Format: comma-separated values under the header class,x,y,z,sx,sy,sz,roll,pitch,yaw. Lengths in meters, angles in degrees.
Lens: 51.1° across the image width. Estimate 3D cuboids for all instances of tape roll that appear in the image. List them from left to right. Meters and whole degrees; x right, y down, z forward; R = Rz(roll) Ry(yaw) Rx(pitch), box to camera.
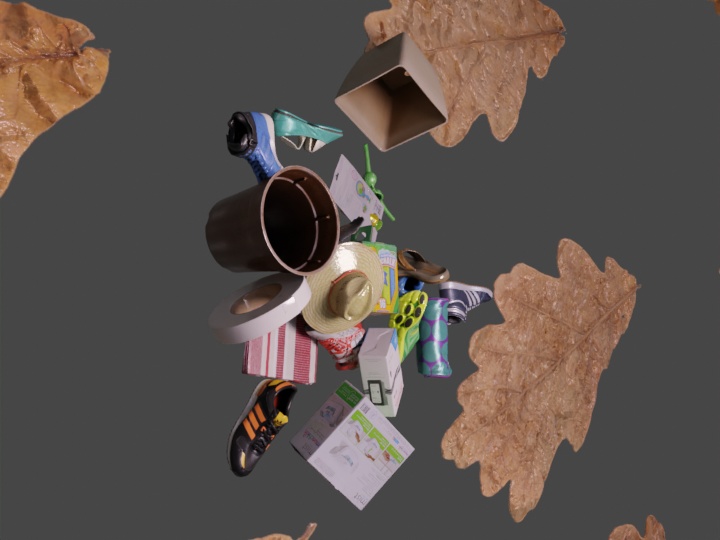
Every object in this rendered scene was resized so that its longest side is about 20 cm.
class,x,y,z,sx,sy,sz,roll,pitch,yaw
tape roll,-0.186,0.066,1.393,0.203,0.202,0.037,-44,118,-43

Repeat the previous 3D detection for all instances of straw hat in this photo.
class,x,y,z,sx,sy,sz,roll,pitch,yaw
straw hat,-0.016,0.052,1.504,0.199,0.085,0.203,-11,114,-26

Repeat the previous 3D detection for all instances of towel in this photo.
class,x,y,z,sx,sy,sz,roll,pitch,yaw
towel,-0.161,0.152,1.546,0.199,0.023,0.146,20,67,-48

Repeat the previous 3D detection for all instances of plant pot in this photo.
class,x,y,z,sx,sy,sz,roll,pitch,yaw
plant pot,-0.178,-0.079,1.429,0.199,0.197,0.202,11,75,-48
plant pot,0.081,-0.442,1.805,0.200,0.199,0.178,41,43,-37

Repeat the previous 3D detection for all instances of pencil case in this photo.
class,x,y,z,sx,sy,sz,roll,pitch,yaw
pencil case,0.185,0.167,1.893,0.092,0.085,0.202,5,81,-32

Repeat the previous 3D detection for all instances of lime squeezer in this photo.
class,x,y,z,sx,sy,sz,roll,pitch,yaw
lime squeezer,0.032,-0.201,1.824,0.071,0.037,0.201,-73,142,-71

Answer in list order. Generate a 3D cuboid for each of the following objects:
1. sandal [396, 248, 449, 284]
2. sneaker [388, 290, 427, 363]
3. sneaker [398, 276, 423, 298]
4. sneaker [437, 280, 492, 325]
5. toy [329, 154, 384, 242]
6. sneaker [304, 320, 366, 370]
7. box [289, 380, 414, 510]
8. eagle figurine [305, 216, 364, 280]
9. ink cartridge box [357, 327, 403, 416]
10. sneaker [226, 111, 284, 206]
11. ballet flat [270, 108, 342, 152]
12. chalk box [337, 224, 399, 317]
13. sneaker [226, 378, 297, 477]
class,x,y,z,sx,sy,sz,roll,pitch,yaw
sandal,0.116,-0.018,1.760,0.080,0.199,0.054,-42,136,-44
sneaker,0.104,0.133,1.786,0.083,0.074,0.201,-18,133,-64
sneaker,0.128,0.029,1.834,0.199,0.104,0.076,-29,105,-47
sneaker,0.283,0.095,2.028,0.199,0.070,0.110,11,71,-41
toy,-0.019,-0.157,1.740,0.200,0.047,0.116,44,50,-40
sneaker,-0.047,0.163,1.626,0.201,0.067,0.109,6,79,-60
box,-0.015,0.367,1.574,0.177,0.097,0.200,-47,122,-10
eagle figurine,-0.094,-0.047,1.580,0.151,0.150,0.202,22,77,-29
ink cartridge box,0.050,0.242,1.677,0.116,0.067,0.202,-65,151,-58
sneaker,-0.211,-0.220,1.501,0.111,0.076,0.202,-7,85,-55
ballet flat,-0.122,-0.296,1.641,0.199,0.067,0.071,7,103,-48
chalk box,0.000,0.000,1.679,0.123,0.124,0.202,5,79,-49
sneaker,-0.185,0.297,1.442,0.070,0.089,0.201,45,52,-34
